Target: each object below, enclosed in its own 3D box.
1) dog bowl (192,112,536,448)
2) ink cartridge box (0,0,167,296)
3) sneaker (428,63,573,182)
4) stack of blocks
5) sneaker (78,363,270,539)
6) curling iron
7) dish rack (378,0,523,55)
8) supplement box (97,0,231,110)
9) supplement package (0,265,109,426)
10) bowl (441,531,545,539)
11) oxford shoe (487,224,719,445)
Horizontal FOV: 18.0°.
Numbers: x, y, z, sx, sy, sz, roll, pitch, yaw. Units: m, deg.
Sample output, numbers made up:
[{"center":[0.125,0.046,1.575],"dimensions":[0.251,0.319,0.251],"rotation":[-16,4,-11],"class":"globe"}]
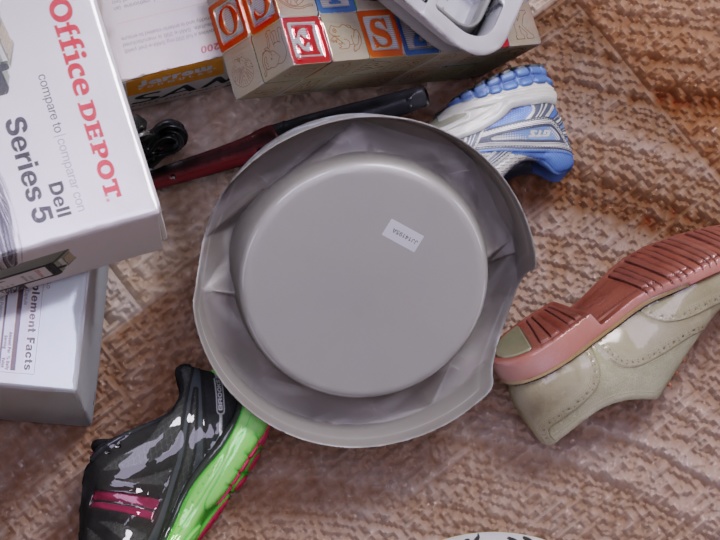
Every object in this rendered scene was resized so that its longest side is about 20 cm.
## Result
[{"center":[0.000,0.000,1.316],"dimensions":[0.200,0.059,0.200],"rotation":[-2,109,-7],"class":"dog bowl"},{"center":[-0.217,-0.059,1.197],"dimensions":[0.200,0.084,0.146],"rotation":[-17,79,-7],"class":"ink cartridge box"},{"center":[0.041,-0.048,1.367],"dimensions":[0.200,0.077,0.085],"rotation":[-27,87,-6],"class":"sneaker"},{"center":[0.003,-0.170,1.339],"dimensions":[0.200,0.059,0.115],"rotation":[-10,80,-42],"class":"stack of blocks"},{"center":[-0.133,0.140,1.331],"dimensions":[0.084,0.077,0.200],"rotation":[34,70,9],"class":"sneaker"},{"center":[-0.056,-0.082,1.363],"dimensions":[0.200,0.050,0.026],"rotation":[-9,49,11],"class":"curling iron"},{"center":[0.017,-0.226,1.304],"dimensions":[0.200,0.044,0.172],"rotation":[39,52,-21],"class":"dish rack"},{"center":[-0.111,-0.211,1.386],"dimensions":[0.126,0.074,0.200],"rotation":[-14,81,-5],"class":"supplement box"},{"center":[-0.249,0.000,1.304],"dimensions":[0.200,0.152,0.151],"rotation":[5,79,-2],"class":"supplement package"},{"center":[0.082,0.248,1.307],"dimensions":[0.201,0.094,0.201],"rotation":[0,80,-2],"class":"bowl"},{"center":[0.175,0.034,1.372],"dimensions":[0.200,0.071,0.074],"rotation":[-27,107,-7],"class":"oxford shoe"}]
